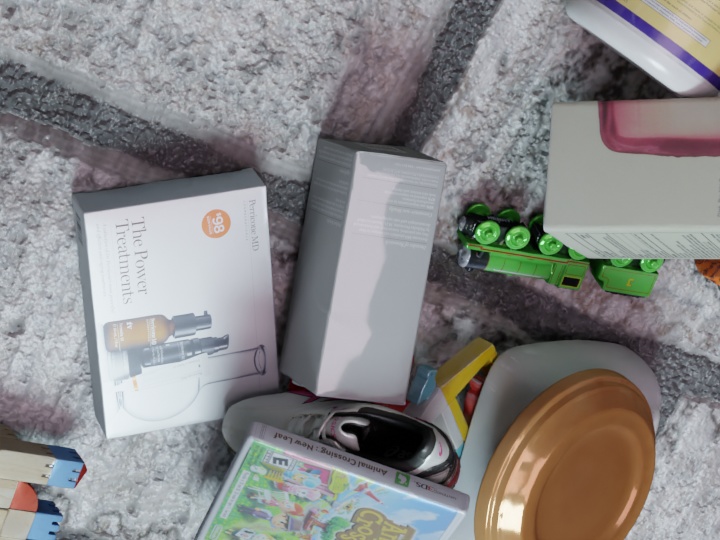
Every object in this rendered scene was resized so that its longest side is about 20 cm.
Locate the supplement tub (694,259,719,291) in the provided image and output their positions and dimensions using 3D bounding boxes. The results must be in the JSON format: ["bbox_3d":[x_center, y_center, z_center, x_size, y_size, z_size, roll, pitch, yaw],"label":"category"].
[{"bbox_3d":[0.396,0.000,1.754,0.199,0.123,0.123,24,102,-26],"label":"supplement tub"}]

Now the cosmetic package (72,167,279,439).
[{"bbox_3d":[-0.147,0.027,1.628,0.150,0.052,0.201,-11,114,-17],"label":"cosmetic package"}]

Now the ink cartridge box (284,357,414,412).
[{"bbox_3d":[-0.011,0.170,1.719,0.115,0.067,0.201,3,110,-19],"label":"ink cartridge box"}]

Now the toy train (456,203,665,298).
[{"bbox_3d":[0.170,-0.014,1.722,0.199,0.042,0.057,9,119,-21],"label":"toy train"}]

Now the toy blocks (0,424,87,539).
[{"bbox_3d":[-0.308,0.203,1.631,0.136,0.100,0.201,13,106,-34],"label":"toy blocks"}]

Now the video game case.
[{"bbox_3d":[-0.028,0.205,1.613,0.181,0.022,0.200,20,142,-6],"label":"video game case"}]

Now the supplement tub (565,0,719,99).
[{"bbox_3d":[0.274,-0.249,1.601,0.145,0.145,0.200,32,99,-26],"label":"supplement tub"}]

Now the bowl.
[{"bbox_3d":[0.180,0.167,1.741,0.199,0.074,0.201,1,110,-43],"label":"bowl"}]

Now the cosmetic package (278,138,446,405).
[{"bbox_3d":[0.000,0.000,1.615,0.090,0.107,0.201,5,99,-20],"label":"cosmetic package"}]

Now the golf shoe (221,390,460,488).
[{"bbox_3d":[-0.020,0.127,1.599,0.199,0.073,0.092,7,156,16],"label":"golf shoe"}]

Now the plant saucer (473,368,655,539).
[{"bbox_3d":[0.179,0.180,1.667,0.199,0.037,0.201,-20,124,-33],"label":"plant saucer"}]

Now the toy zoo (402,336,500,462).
[{"bbox_3d":[0.084,0.147,1.710,0.131,0.020,0.201,-46,138,-22],"label":"toy zoo"}]

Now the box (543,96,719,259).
[{"bbox_3d":[0.261,-0.072,1.611,0.128,0.199,0.110,24,69,-64],"label":"box"}]
